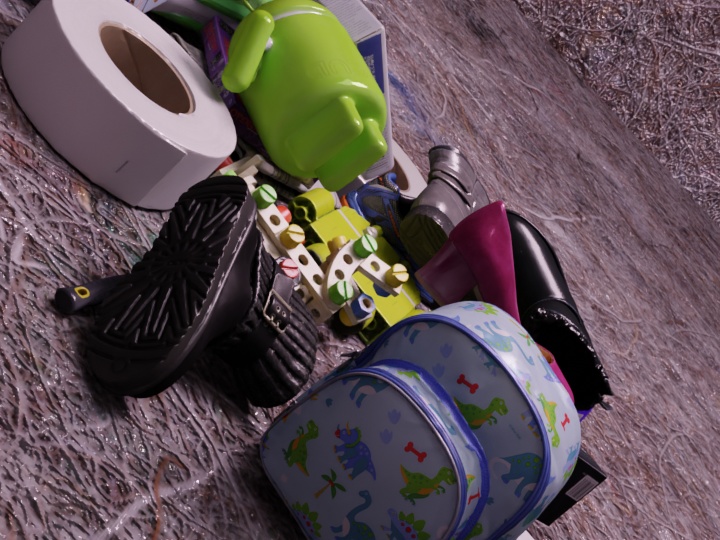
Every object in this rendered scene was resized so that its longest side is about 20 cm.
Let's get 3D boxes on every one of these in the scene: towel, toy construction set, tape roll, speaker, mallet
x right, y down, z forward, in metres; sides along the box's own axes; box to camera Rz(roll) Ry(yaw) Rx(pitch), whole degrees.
[{"bbox_3d":[-0.112,-0.150,1.551,0.200,0.035,0.193,23,32,-49],"label":"towel"},{"bbox_3d":[-0.063,-0.029,1.339,0.200,0.092,0.131,43,43,10],"label":"toy construction set"},{"bbox_3d":[0.005,-0.116,1.730,0.203,0.037,0.203,41,21,-20],"label":"tape roll"},{"bbox_3d":[-0.165,-0.289,1.627,0.200,0.088,0.089,18,35,-55],"label":"speaker"},{"bbox_3d":[-0.199,-0.146,1.306,0.202,0.071,0.203,41,20,-19],"label":"tape roll"},{"bbox_3d":[-0.166,0.000,1.158,0.066,0.041,0.200,55,25,16],"label":"mallet"}]

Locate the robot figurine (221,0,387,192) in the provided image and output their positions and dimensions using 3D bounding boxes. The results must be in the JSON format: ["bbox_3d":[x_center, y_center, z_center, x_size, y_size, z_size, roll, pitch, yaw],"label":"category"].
[{"bbox_3d":[-0.049,-0.166,1.417,0.175,0.116,0.200,33,24,-51],"label":"robot figurine"}]

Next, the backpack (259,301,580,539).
[{"bbox_3d":[0.044,0.129,1.104,0.183,0.200,0.147,54,23,14],"label":"backpack"}]

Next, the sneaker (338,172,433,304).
[{"bbox_3d":[0.065,-0.028,1.626,0.200,0.078,0.075,36,24,-31],"label":"sneaker"}]

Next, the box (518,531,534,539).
[{"bbox_3d":[0.072,0.199,1.275,0.200,0.036,0.144,48,19,4],"label":"box"}]

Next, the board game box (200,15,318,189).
[{"bbox_3d":[-0.099,-0.169,1.545,0.120,0.032,0.200,32,22,-28],"label":"board game box"}]

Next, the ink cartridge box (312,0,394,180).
[{"bbox_3d":[-0.035,-0.223,1.579,0.200,0.043,0.197,51,-19,34],"label":"ink cartridge box"}]

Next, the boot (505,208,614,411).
[{"bbox_3d":[0.168,0.039,1.456,0.199,0.073,0.162,60,9,-7],"label":"boot"}]

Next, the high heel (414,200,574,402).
[{"bbox_3d":[0.140,0.034,1.322,0.200,0.096,0.067,46,7,-18],"label":"high heel"}]

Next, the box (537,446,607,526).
[{"bbox_3d":[0.121,0.133,1.371,0.141,0.079,0.200,55,9,31],"label":"box"}]

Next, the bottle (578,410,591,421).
[{"bbox_3d":[0.173,0.115,1.584,0.084,0.065,0.200,52,15,24],"label":"bottle"}]

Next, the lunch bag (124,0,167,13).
[{"bbox_3d":[-0.264,-0.326,1.437,0.199,0.124,0.170,26,21,4],"label":"lunch bag"}]

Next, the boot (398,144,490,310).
[{"bbox_3d":[0.110,-0.019,1.585,0.132,0.070,0.201,-65,142,-47],"label":"boot"}]

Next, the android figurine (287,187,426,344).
[{"bbox_3d":[0.000,0.000,1.489,0.182,0.041,0.200,52,21,3],"label":"android figurine"}]

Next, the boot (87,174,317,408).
[{"bbox_3d":[-0.103,0.052,1.127,0.211,0.079,0.158,-60,142,-40],"label":"boot"}]
